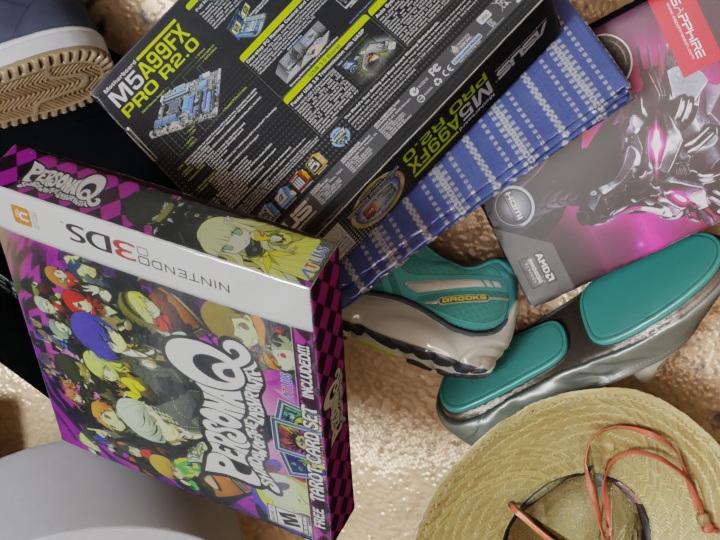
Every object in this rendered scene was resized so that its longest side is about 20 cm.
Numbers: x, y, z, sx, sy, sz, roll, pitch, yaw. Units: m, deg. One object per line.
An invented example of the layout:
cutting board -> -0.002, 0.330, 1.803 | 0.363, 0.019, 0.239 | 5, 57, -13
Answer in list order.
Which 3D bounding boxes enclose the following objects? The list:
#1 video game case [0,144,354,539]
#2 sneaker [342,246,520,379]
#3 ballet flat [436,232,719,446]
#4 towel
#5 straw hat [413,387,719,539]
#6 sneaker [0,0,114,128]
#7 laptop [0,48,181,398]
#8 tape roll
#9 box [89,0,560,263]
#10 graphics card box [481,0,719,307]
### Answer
video game case -> -0.091, 0.043, 0.651 | 0.179, 0.036, 0.202 | 18, 138, 19
sneaker -> 0.000, 0.000, 0.756 | 0.198, 0.078, 0.081 | 19, 77, 15
ballet flat -> 0.135, 0.046, 0.737 | 0.199, 0.068, 0.064 | -31, 124, 22
towel -> 0.026, -0.086, 0.677 | 0.199, 0.024, 0.146 | -35, 67, 5
straw hat -> 0.122, 0.158, 0.747 | 0.198, 0.085, 0.204 | 0, 97, -3
sneaker -> -0.250, -0.132, 0.725 | 0.070, 0.198, 0.109 | 112, 139, -57
laptop -> -0.165, -0.016, 0.787 | 0.186, 0.116, 0.202 | 31, 142, 25
tape roll -> -0.170, 0.190, 0.793 | 0.197, 0.067, 0.202 | -10, 138, -9
box -> -0.020, -0.108, 0.662 | 0.200, 0.044, 0.160 | -46, 65, -1
graphics card box -> 0.154, -0.078, 0.690 | 0.198, 0.051, 0.127 | -25, 98, 21
